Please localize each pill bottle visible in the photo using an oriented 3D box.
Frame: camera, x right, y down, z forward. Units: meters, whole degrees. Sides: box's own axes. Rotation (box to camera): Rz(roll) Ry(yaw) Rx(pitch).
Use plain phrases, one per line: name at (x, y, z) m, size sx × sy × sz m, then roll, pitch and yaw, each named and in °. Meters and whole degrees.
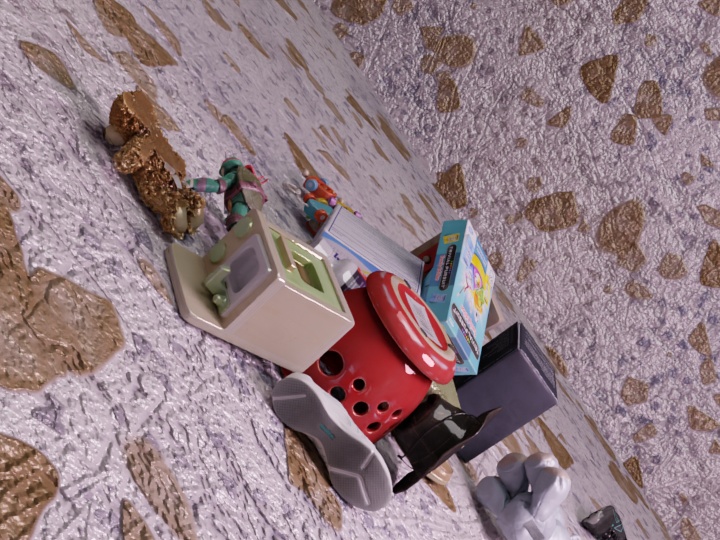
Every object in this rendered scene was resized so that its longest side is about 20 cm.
pill bottle at (-0.026, 0.054, 1.539) m, size 0.200 × 0.111 × 0.111 m, roll 52°, pitch 14°, yaw -9°

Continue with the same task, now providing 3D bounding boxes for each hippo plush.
hippo plush at (0.300, 0.401, 1.685) m, size 0.161 × 0.159 × 0.200 m, roll 44°, pitch 16°, yaw -33°

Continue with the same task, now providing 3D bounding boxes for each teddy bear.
teddy bear at (-0.265, -0.126, 1.311) m, size 0.201 × 0.067 × 0.145 m, roll 57°, pitch 21°, yaw -17°

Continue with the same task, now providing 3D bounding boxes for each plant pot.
plant pot at (0.012, 0.111, 1.388) m, size 0.201 × 0.182 × 0.201 m, roll 47°, pitch 15°, yaw -17°

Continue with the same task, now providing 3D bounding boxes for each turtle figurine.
turtle figurine at (-0.179, -0.091, 1.431) m, size 0.150 × 0.100 × 0.201 m, roll 37°, pitch 27°, yaw -50°

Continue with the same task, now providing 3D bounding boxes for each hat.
hat at (0.097, 0.217, 1.413) m, size 0.081 × 0.200 × 0.201 m, roll 50°, pitch 13°, yaw 7°

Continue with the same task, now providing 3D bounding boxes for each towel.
towel at (0.112, 0.167, 1.582) m, size 0.149 × 0.036 × 0.200 m, roll 60°, pitch 9°, yaw -28°

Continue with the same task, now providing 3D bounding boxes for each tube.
tube at (0.088, 0.079, 1.702) m, size 0.050 × 0.200 × 0.078 m, roll 14°, pitch 52°, yaw -2°

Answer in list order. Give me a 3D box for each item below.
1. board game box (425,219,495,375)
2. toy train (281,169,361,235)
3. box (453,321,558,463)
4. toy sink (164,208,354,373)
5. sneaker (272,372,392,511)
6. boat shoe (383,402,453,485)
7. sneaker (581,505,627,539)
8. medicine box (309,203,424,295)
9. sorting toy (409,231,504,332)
board game box at (0.161, 0.043, 1.673) m, size 0.151 × 0.047 × 0.201 m, roll 57°, pitch 38°, yaw -45°
toy train at (-0.082, -0.119, 1.921) m, size 0.150 × 0.056 × 0.200 m, roll 37°, pitch 18°, yaw 9°
box at (0.236, 0.212, 1.846) m, size 0.124 × 0.200 × 0.197 m, roll 54°, pitch 14°, yaw -2°
toy sink at (-0.120, 0.016, 1.266) m, size 0.200 × 0.112 × 0.131 m, roll 31°, pitch 25°, yaw -40°
sneaker at (-0.025, 0.202, 1.268) m, size 0.201 × 0.070 × 0.080 m, roll 53°, pitch 12°, yaw -2°
boat shoe at (0.085, 0.232, 1.577) m, size 0.200 × 0.064 × 0.071 m, roll 55°, pitch 13°, yaw 4°
sneaker at (0.552, 0.572, 2.299) m, size 0.200 × 0.075 × 0.080 m, roll 31°, pitch 28°, yaw -57°
medicine box at (0.000, 0.000, 1.684) m, size 0.182 × 0.103 × 0.200 m, roll 34°, pitch 17°, yaw -4°
sorting toy at (0.126, 0.044, 1.853) m, size 0.069 × 0.198 × 0.201 m, roll 12°, pitch 52°, yaw -55°
